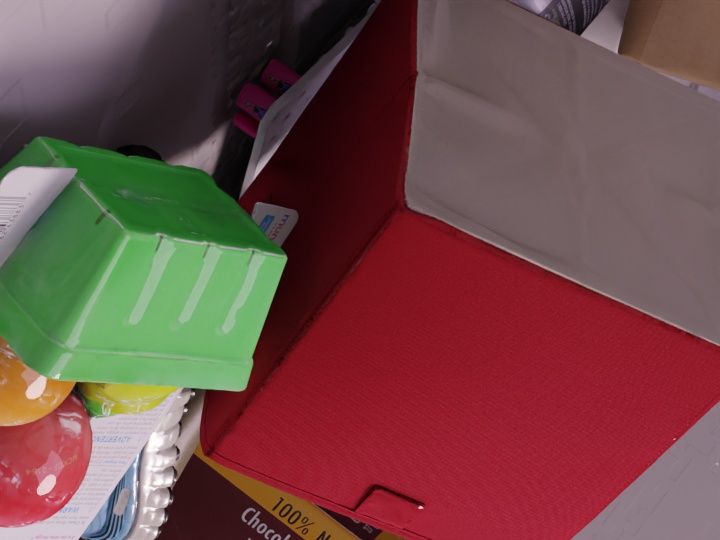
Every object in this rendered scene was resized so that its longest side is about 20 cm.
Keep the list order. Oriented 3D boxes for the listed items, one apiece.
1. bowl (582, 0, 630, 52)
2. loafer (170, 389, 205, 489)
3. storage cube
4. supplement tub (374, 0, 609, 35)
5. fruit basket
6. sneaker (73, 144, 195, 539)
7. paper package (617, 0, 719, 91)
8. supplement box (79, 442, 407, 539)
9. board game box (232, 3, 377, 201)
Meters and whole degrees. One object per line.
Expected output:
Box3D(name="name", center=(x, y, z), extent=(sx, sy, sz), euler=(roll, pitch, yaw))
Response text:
Box3D(name="bowl", center=(0.150, -0.194, 1.271), extent=(0.200, 0.075, 0.200), euler=(77, 33, -77))
Box3D(name="loafer", center=(-0.106, 0.080, 1.032), extent=(0.200, 0.070, 0.075), euler=(-37, 166, 3))
Box3D(name="storage cube", center=(0.050, 0.002, 0.918), extent=(0.180, 0.200, 0.171), euler=(-51, -157, 39))
Box3D(name="supplement tub", center=(0.098, -0.197, 0.992), extent=(0.200, 0.122, 0.123), euler=(-50, 170, -19))
Box3D(name="fruit basket", center=(-0.132, 0.041, 0.814), extent=(0.200, 0.094, 0.185), euler=(-49, 152, 20))
Box3D(name="sneaker", center=(-0.122, 0.039, 0.915), extent=(0.078, 0.090, 0.200), euler=(-126, -136, -58))
Box3D(name="paper package", center=(0.227, -0.210, 1.149), extent=(0.191, 0.103, 0.200), euler=(-46, 151, -68))
Box3D(name="supplement box", center=(-0.079, 0.155, 1.176), extent=(0.200, 0.197, 0.133), euler=(-59, 169, 26))
Box3D(name="board game box", center=(-0.014, -0.092, 1.122), extent=(0.200, 0.026, 0.200), euler=(-46, 168, -31))
